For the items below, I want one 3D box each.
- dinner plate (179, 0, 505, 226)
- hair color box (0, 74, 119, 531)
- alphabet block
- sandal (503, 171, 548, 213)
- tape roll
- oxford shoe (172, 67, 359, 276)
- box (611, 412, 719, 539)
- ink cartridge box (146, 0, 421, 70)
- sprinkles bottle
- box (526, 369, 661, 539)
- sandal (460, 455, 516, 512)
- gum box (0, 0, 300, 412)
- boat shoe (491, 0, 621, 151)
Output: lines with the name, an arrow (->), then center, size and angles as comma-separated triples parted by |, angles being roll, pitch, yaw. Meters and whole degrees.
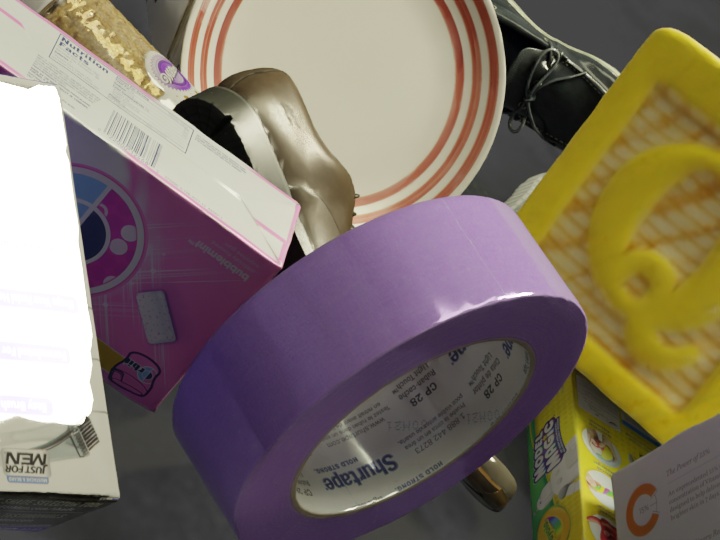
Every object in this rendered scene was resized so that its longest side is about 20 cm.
dinner plate -> -0.011, -0.113, 1.611 | 0.200, 0.200, 0.024 | 32, -6, -20
hair color box -> -0.178, 0.012, 1.239 | 0.109, 0.065, 0.201 | 8, 65, -47
alphabet block -> 0.227, 0.004, 1.650 | 0.196, 0.196, 0.200 | 40, 8, 33
sandal -> 0.121, -0.023, 1.764 | 0.203, 0.082, 0.050 | -42, 114, -62
tape roll -> 0.010, 0.053, 1.355 | 0.200, 0.200, 0.066 | 3, 47, -51
oxford shoe -> -0.025, -0.013, 1.458 | 0.084, 0.073, 0.200 | -34, 116, -41
box -> 0.213, 0.184, 1.454 | 0.097, 0.124, 0.200 | 17, 56, -32
ink cartridge box -> -0.054, -0.187, 1.709 | 0.145, 0.084, 0.200 | 12, 38, -20
sprinkles bottle -> -0.121, -0.085, 1.525 | 0.200, 0.068, 0.068 | 46, 27, 6
box -> 0.153, 0.147, 1.580 | 0.117, 0.048, 0.200 | 34, 26, -19
sandal -> 0.035, 0.038, 1.525 | 0.200, 0.055, 0.082 | 56, -1, 11
gum box -> -0.145, -0.037, 1.373 | 0.200, 0.114, 0.066 | 36, 28, -12
boat shoe -> 0.117, -0.131, 1.906 | 0.200, 0.075, 0.062 | 41, 32, 7
